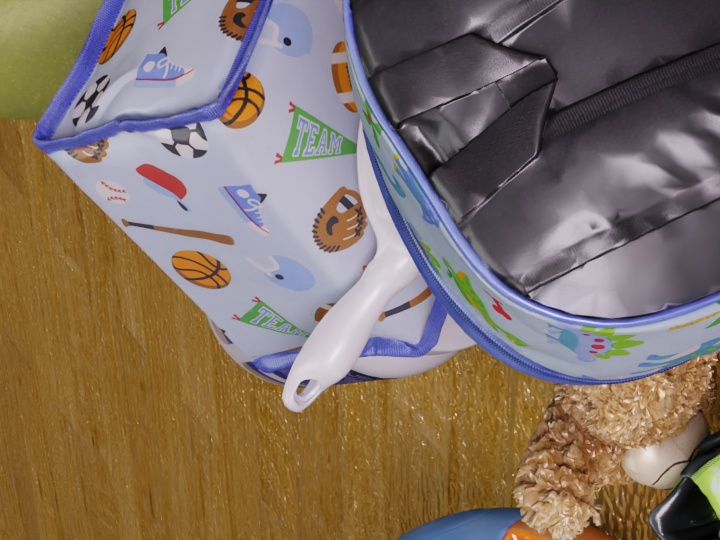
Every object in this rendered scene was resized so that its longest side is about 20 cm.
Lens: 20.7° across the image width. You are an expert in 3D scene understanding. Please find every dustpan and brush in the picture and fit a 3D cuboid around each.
[{"bbox_3d":[0.035,-0.025,0.766,0.139,0.201,0.057,34,175,-35],"label":"dustpan and brush"}]

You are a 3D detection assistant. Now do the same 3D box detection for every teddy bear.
[{"bbox_3d":[0.114,0.039,0.783,0.066,0.145,0.201,25,142,14],"label":"teddy bear"}]

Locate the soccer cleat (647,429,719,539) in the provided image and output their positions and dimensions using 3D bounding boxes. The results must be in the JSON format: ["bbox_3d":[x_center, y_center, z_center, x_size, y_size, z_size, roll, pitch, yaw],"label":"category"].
[{"bbox_3d":[0.170,0.063,0.739,0.068,0.081,0.200,60,155,19],"label":"soccer cleat"}]

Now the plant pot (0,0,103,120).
[{"bbox_3d":[-0.123,-0.154,1.044,0.187,0.199,0.188,47,149,40],"label":"plant pot"}]

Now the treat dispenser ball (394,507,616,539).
[{"bbox_3d":[0.070,0.213,0.934,0.201,0.200,0.202,47,149,41],"label":"treat dispenser ball"}]

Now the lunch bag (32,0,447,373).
[{"bbox_3d":[-0.017,-0.086,0.842,0.123,0.201,0.170,-6,139,35],"label":"lunch bag"}]

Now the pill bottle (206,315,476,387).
[{"bbox_3d":[0.000,0.000,1.014,0.200,0.115,0.116,-12,99,66],"label":"pill bottle"}]

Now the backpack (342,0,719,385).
[{"bbox_3d":[0.100,-0.061,0.637,0.184,0.199,0.147,61,172,13],"label":"backpack"}]
